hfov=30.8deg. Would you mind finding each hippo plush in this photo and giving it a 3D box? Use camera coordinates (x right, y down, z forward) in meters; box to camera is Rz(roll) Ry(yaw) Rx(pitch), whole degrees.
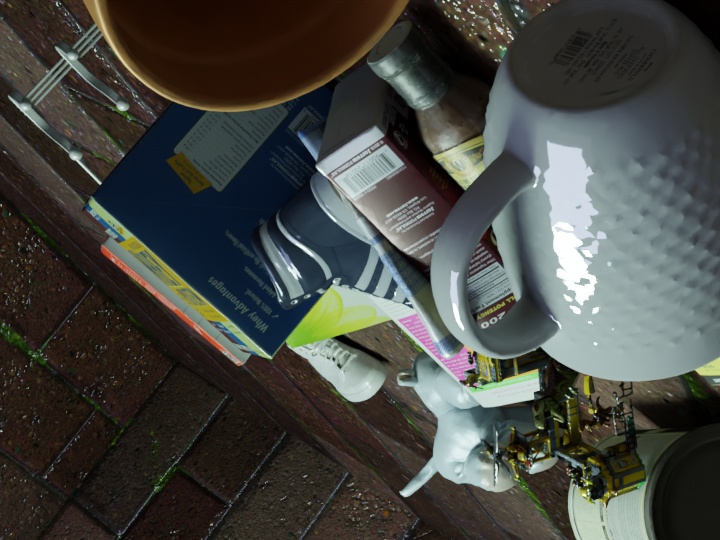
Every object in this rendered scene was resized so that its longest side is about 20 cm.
[{"bbox_3d":[0.134,0.150,1.481,0.200,0.159,0.162,-14,97,55],"label":"hippo plush"}]

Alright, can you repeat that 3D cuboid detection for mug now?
[{"bbox_3d":[0.119,-0.036,0.686,0.148,0.200,0.176,39,161,41],"label":"mug"}]

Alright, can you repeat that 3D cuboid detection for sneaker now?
[{"bbox_3d":[-0.046,0.126,1.926,0.115,0.074,0.200,40,168,-24],"label":"sneaker"},{"bbox_3d":[0.000,0.000,1.040,0.200,0.108,0.070,38,-155,-38],"label":"sneaker"}]

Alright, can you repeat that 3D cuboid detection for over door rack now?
[{"bbox_3d":[-0.236,-0.158,1.320,0.067,0.148,0.200,32,166,45],"label":"over door rack"}]

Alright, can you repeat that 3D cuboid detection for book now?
[{"bbox_3d":[0.099,0.046,1.236,0.200,0.048,0.133,44,141,-19],"label":"book"}]

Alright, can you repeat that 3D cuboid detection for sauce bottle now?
[{"bbox_3d":[0.083,-0.087,0.897,0.200,0.065,0.065,43,166,-22],"label":"sauce bottle"}]

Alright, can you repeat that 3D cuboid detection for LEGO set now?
[{"bbox_3d":[0.152,0.109,1.101,0.154,0.115,0.201,34,133,58],"label":"LEGO set"}]

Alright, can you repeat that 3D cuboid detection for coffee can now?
[{"bbox_3d":[0.289,0.215,1.185,0.146,0.147,0.200,39,167,-4],"label":"coffee can"}]

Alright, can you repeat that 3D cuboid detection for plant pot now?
[{"bbox_3d":[-0.075,-0.204,0.682,0.140,0.200,0.200,47,175,37],"label":"plant pot"}]

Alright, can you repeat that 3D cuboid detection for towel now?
[{"bbox_3d":[0.036,-0.038,0.989,0.201,0.024,0.147,56,-151,-5],"label":"towel"}]

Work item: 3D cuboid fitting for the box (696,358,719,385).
[{"bbox_3d":[0.188,-0.015,0.845,0.200,0.075,0.050,41,164,-9],"label":"box"}]

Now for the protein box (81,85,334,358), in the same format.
[{"bbox_3d":[-0.097,-0.066,1.119,0.198,0.200,0.135,42,169,-11],"label":"protein box"}]

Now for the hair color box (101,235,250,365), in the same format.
[{"bbox_3d":[-0.176,0.003,1.434,0.200,0.102,0.061,41,168,-4],"label":"hair color box"}]

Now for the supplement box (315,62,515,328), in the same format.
[{"bbox_3d":[0.060,-0.054,0.956,0.061,0.109,0.200,-31,119,29],"label":"supplement box"}]

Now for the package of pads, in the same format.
[{"bbox_3d":[-0.041,-0.011,1.316,0.154,0.069,0.200,-16,143,15],"label":"package of pads"}]
